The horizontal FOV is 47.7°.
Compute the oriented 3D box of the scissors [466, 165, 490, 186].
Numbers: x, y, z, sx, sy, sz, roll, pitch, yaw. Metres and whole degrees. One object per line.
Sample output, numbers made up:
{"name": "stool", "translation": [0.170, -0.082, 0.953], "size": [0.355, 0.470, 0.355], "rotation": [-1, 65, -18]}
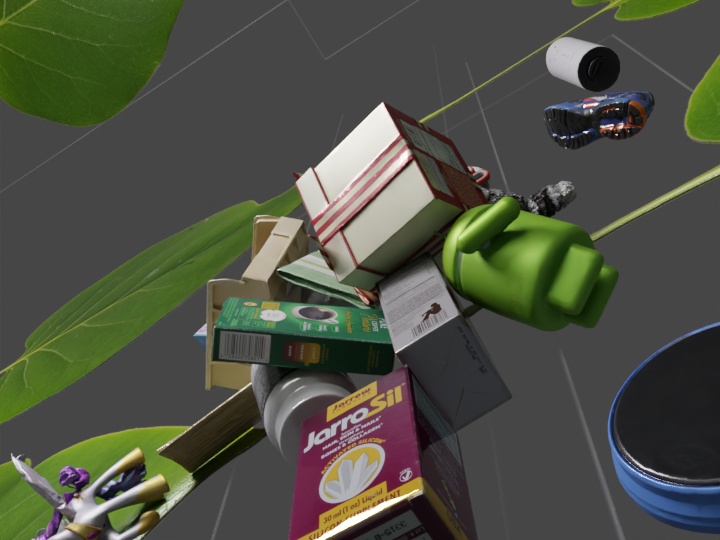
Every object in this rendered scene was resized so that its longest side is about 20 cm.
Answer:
{"name": "scissors", "translation": [0.107, -0.115, 1.267], "size": [0.199, 0.014, 0.073], "rotation": [-27, 33, -12]}

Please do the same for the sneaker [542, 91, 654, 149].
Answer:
{"name": "sneaker", "translation": [0.368, -0.237, 1.258], "size": [0.078, 0.076, 0.199], "rotation": [-34, 25, -29]}

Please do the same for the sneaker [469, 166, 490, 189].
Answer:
{"name": "sneaker", "translation": [0.110, -0.106, 1.337], "size": [0.199, 0.073, 0.112], "rotation": [-18, 23, 35]}

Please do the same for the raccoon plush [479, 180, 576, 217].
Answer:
{"name": "raccoon plush", "translation": [0.182, -0.112, 1.141], "size": [0.199, 0.134, 0.097], "rotation": [-34, 18, 2]}

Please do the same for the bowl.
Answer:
{"name": "bowl", "translation": [0.281, 0.106, 0.612], "size": [0.200, 0.039, 0.201], "rotation": [-30, 19, 12]}

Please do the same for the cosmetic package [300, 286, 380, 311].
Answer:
{"name": "cosmetic package", "translation": [-0.029, 0.063, 1.164], "size": [0.101, 0.071, 0.200], "rotation": [-30, 20, 10]}

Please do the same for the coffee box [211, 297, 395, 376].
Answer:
{"name": "coffee box", "translation": [-0.062, 0.073, 0.922], "size": [0.199, 0.044, 0.123], "rotation": [5, 13, -4]}

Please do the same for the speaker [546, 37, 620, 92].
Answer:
{"name": "speaker", "translation": [0.408, -0.383, 1.506], "size": [0.081, 0.081, 0.200], "rotation": [-31, 19, 7]}

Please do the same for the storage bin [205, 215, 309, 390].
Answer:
{"name": "storage bin", "translation": [-0.149, 0.046, 1.198], "size": [0.093, 0.200, 0.200], "rotation": [11, 31, 7]}

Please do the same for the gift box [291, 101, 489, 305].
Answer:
{"name": "gift box", "translation": [0.028, -0.081, 1.019], "size": [0.187, 0.199, 0.185], "rotation": [-42, 52, 26]}

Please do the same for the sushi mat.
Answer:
{"name": "sushi mat", "translation": [-0.163, 0.192, 1.067], "size": [0.200, 0.096, 0.012], "rotation": [-36, 55, -6]}

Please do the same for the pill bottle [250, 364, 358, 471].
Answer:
{"name": "pill bottle", "translation": [-0.062, 0.151, 0.944], "size": [0.114, 0.114, 0.200], "rotation": [-35, 19, -3]}

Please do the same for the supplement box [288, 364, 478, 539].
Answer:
{"name": "supplement box", "translation": [0.020, 0.195, 0.723], "size": [0.130, 0.103, 0.200], "rotation": [-31, 19, 11]}

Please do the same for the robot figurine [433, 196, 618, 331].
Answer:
{"name": "robot figurine", "translation": [0.173, -0.005, 0.887], "size": [0.199, 0.175, 0.116], "rotation": [22, 84, 44]}

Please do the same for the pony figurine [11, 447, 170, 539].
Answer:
{"name": "pony figurine", "translation": [-0.356, 0.307, 1.036], "size": [0.199, 0.167, 0.193], "rotation": [-26, 22, -26]}

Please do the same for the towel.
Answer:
{"name": "towel", "translation": [0.000, 0.000, 1.147], "size": [0.152, 0.024, 0.200], "rotation": [19, 24, 24]}

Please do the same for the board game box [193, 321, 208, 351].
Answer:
{"name": "board game box", "translation": [-0.188, 0.066, 1.459], "size": [0.200, 0.040, 0.153], "rotation": [-45, 22, -28]}

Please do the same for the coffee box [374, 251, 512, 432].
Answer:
{"name": "coffee box", "translation": [0.085, 0.072, 0.898], "size": [0.080, 0.113, 0.200], "rotation": [-32, 19, 6]}
